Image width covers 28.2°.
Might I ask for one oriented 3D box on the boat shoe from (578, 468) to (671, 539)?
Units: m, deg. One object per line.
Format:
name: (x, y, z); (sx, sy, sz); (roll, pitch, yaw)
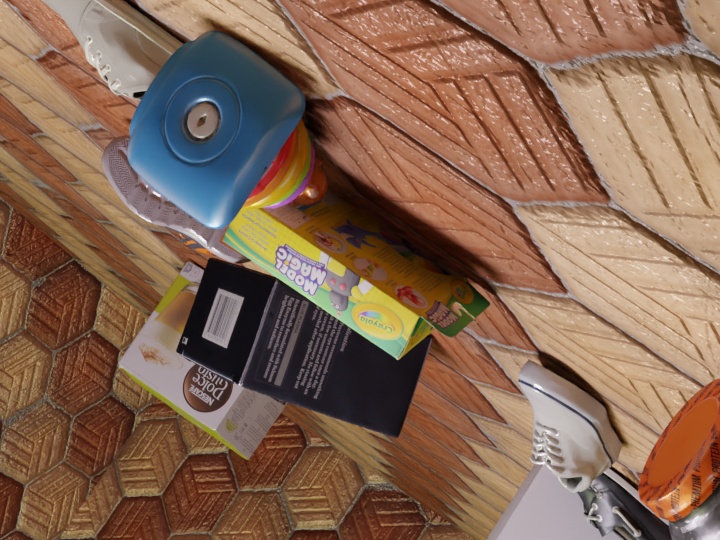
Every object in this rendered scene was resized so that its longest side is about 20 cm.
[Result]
boat shoe: (0.276, 0.259, 1.529); (0.199, 0.061, 0.076); (34, 170, 8)

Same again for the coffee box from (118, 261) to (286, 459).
coffee box: (-0.222, 0.145, 2.249); (0.198, 0.199, 0.200); (31, 169, 20)

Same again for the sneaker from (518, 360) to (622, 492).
sneaker: (0.185, 0.149, 1.297); (0.073, 0.071, 0.200); (27, 167, 38)

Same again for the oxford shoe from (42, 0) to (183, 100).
oxford shoe: (-0.186, -0.170, 1.108); (0.199, 0.058, 0.075); (36, 173, 8)

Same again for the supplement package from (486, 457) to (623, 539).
supplement package: (0.222, 0.327, 1.613); (0.155, 0.201, 0.111); (34, 170, 4)

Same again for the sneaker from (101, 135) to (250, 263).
sneaker: (-0.198, -0.067, 1.552); (0.199, 0.078, 0.112); (37, 169, -10)

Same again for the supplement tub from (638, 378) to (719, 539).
supplement tub: (0.282, 0.165, 0.905); (0.199, 0.123, 0.122); (37, 170, -3)

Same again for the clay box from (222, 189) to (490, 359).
clay box: (0.000, 0.000, 1.150); (0.199, 0.048, 0.115); (35, -156, 12)

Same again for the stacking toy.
stacking toy: (-0.071, -0.085, 1.057); (0.109, 0.117, 0.200); (37, -175, 24)

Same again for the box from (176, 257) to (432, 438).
box: (-0.063, 0.080, 1.532); (0.198, 0.119, 0.196); (22, 177, -28)
